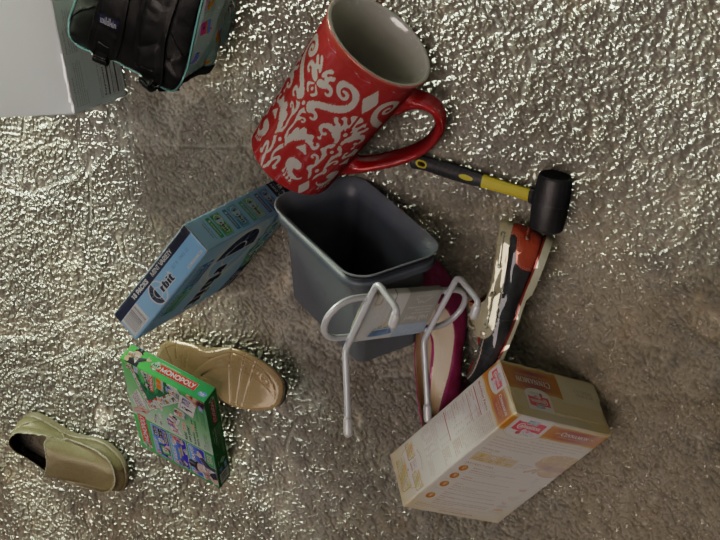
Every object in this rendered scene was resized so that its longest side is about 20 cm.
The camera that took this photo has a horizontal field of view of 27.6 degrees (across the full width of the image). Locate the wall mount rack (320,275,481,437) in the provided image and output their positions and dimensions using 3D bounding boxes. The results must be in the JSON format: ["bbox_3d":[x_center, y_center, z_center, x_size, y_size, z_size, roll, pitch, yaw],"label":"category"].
[{"bbox_3d":[0.044,0.088,1.598,0.075,0.198,0.175,52,133,37],"label":"wall mount rack"}]

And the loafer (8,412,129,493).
[{"bbox_3d":[-0.415,0.267,2.070,0.198,0.067,0.077,18,117,23],"label":"loafer"}]

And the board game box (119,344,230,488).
[{"bbox_3d":[-0.240,0.192,1.913,0.134,0.029,0.201,26,145,21],"label":"board game box"}]

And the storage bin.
[{"bbox_3d":[0.000,0.000,1.681,0.200,0.144,0.136,43,142,45],"label":"storage bin"}]

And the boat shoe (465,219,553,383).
[{"bbox_3d":[0.154,0.040,1.647,0.062,0.071,0.202,20,113,1],"label":"boat shoe"}]

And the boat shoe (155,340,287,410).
[{"bbox_3d":[-0.170,0.131,1.880,0.198,0.065,0.073,10,92,29],"label":"boat shoe"}]

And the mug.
[{"bbox_3d":[-0.017,-0.172,1.636,0.178,0.133,0.200,50,128,11],"label":"mug"}]

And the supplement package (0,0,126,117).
[{"bbox_3d":[-0.399,-0.300,1.820,0.154,0.111,0.203,1,108,29],"label":"supplement package"}]

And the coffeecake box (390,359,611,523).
[{"bbox_3d":[0.156,0.197,1.656,0.200,0.152,0.074,-45,45,34],"label":"coffeecake box"}]

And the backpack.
[{"bbox_3d":[-0.225,-0.332,1.680,0.175,0.153,0.201,29,130,15],"label":"backpack"}]

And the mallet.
[{"bbox_3d":[0.142,-0.088,1.634,0.198,0.041,0.067,12,111,31],"label":"mallet"}]

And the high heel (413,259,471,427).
[{"bbox_3d":[0.080,0.087,1.697,0.067,0.096,0.203,0,109,30],"label":"high heel"}]

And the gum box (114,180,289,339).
[{"bbox_3d":[-0.181,-0.016,1.746,0.045,0.200,0.170,47,124,6],"label":"gum box"}]
